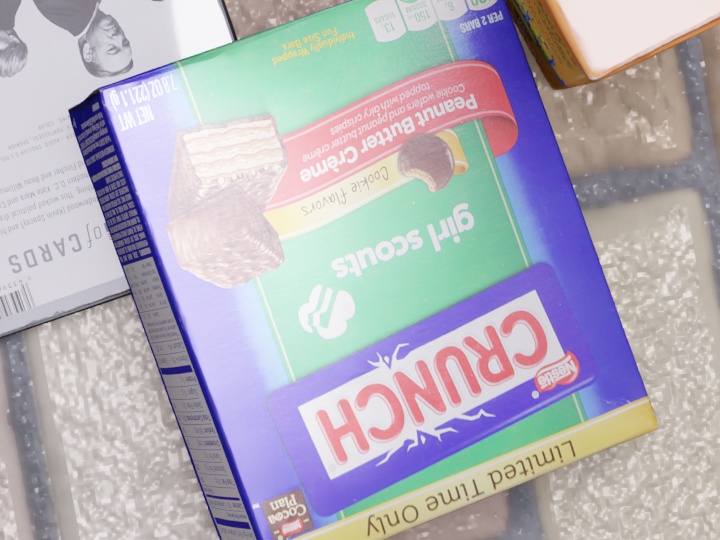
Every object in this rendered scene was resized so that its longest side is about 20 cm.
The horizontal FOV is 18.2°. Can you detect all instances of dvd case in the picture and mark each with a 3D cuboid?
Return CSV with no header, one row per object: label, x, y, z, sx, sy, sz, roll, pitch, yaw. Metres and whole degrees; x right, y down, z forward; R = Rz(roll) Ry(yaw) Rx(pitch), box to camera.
dvd case,-0.126,-0.085,0.926,0.150,0.025,0.200,-19,93,1

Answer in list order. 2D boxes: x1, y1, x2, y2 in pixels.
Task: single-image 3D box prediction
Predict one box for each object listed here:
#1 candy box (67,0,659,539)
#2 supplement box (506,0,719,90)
candy box,0.000,0.000,0.885,0.169,0.077,0.200,-21,94,-15
supplement box,0.092,-0.108,0.836,0.069,0.200,0.067,-28,92,4
